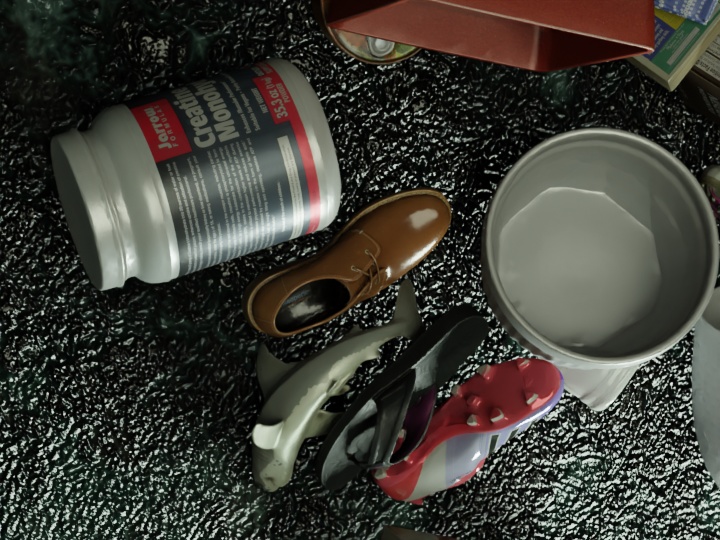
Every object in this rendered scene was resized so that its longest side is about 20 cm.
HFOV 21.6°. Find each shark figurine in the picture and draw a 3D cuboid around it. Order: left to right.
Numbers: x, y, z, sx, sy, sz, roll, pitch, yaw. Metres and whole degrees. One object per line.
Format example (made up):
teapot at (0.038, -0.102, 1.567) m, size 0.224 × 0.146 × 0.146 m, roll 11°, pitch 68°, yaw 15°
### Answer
shark figurine at (-0.040, 0.082, 1.583) m, size 0.215 × 0.090 × 0.128 m, roll -46°, pitch 149°, yaw 4°

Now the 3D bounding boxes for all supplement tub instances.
supplement tub at (-0.127, -0.074, 1.466) m, size 0.198 × 0.140 × 0.142 m, roll -19°, pitch 110°, yaw -16°

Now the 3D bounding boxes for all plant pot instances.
plant pot at (0.107, -0.264, 1.446) m, size 0.198 × 0.200 × 0.178 m, roll 10°, pitch 87°, yaw -20°

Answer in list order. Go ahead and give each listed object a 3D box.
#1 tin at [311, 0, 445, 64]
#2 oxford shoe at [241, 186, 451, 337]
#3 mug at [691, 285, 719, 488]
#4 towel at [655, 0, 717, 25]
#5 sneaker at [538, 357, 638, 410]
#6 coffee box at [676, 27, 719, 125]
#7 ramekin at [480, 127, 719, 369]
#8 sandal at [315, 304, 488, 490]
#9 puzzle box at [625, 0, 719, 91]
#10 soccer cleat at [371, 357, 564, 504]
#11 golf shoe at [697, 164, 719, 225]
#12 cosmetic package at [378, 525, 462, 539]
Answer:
tin at (0.016, -0.269, 1.527) m, size 0.111 × 0.042 × 0.202 m, roll -2°, pitch 105°, yaw -17°
oxford shoe at (0.000, 0.000, 1.576) m, size 0.199 × 0.071 × 0.072 m, roll -34°, pitch 112°, yaw -12°
mug at (0.389, 0.109, 1.730) m, size 0.199 × 0.147 × 0.177 m, roll -27°, pitch 125°, yaw -45°
towel at (0.219, -0.301, 1.553) m, size 0.198 × 0.024 × 0.146 m, roll 22°, pitch 95°, yaw 8°
sneaker at (0.236, 0.021, 1.680) m, size 0.088 × 0.075 × 0.201 m, roll 36°, pitch 85°, yaw -2°
coffee box at (0.356, -0.225, 1.623) m, size 0.201 × 0.080 × 0.114 m, roll -51°, pitch 149°, yaw -1°
ramekin at (0.194, -0.011, 1.594) m, size 0.198 × 0.105 × 0.202 m, roll 1°, pitch 78°, yaw -6°
sandal at (0.036, 0.115, 1.578) m, size 0.201 × 0.048 × 0.075 m, roll -48°, pitch 148°, yaw 10°
puzzle box at (0.270, -0.265, 1.586) m, size 0.200 × 0.133 × 0.025 m, roll -50°, pitch 158°, yaw -1°
soccer cleat at (0.097, 0.139, 1.624) m, size 0.199 × 0.067 × 0.076 m, roll -32°, pitch 136°, yaw 22°
golf shoe at (0.380, -0.062, 1.711) m, size 0.199 × 0.072 × 0.093 m, roll 24°, pitch 89°, yaw -35°
cosmetic package at (0.107, 0.302, 1.690) m, size 0.198 × 0.087 × 0.104 m, roll 16°, pitch 97°, yaw -23°
